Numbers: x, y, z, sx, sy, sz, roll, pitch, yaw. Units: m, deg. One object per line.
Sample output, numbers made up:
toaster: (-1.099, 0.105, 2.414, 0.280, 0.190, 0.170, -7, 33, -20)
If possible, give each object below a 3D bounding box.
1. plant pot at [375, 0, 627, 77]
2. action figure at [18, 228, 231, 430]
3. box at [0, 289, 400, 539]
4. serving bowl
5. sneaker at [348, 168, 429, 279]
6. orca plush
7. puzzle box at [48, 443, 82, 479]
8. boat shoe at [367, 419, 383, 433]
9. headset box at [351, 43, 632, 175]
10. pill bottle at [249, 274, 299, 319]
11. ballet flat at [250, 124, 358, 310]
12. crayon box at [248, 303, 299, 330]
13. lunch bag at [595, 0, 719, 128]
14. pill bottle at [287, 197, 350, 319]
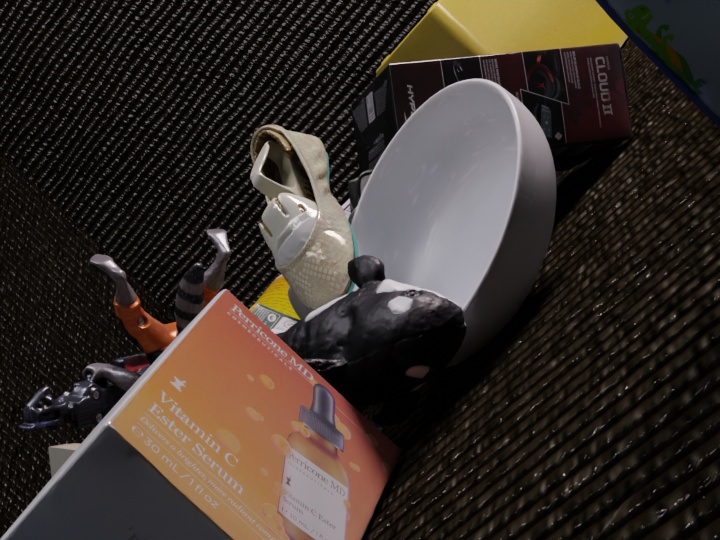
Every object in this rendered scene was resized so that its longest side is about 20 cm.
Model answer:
plant pot: (0.138, -0.220, 1.762, 0.200, 0.176, 0.200, -51, 6, -38)
action figure: (-0.170, 0.080, 1.322, 0.104, 0.195, 0.199, 15, 25, 40)
box: (-0.082, 0.127, 0.931, 0.106, 0.152, 0.200, -46, 5, 24)
serving bowl: (0.067, -0.022, 1.092, 0.200, 0.065, 0.202, -40, 39, 43)
sneaker: (0.000, 0.000, 1.209, 0.200, 0.116, 0.076, -31, -15, -2)
orca plush: (-0.026, 0.044, 1.038, 0.071, 0.106, 0.199, -8, 14, -42)
puzzle box: (-0.175, 0.193, 1.187, 0.025, 0.134, 0.200, -7, 1, -29)
boat shoe: (-0.041, 0.118, 1.141, 0.072, 0.072, 0.200, -50, 4, -15)
headset box: (0.105, -0.115, 1.259, 0.198, 0.076, 0.149, -7, -5, -13)
pill bottle: (-0.067, 0.074, 1.595, 0.109, 0.109, 0.200, -43, 6, 47)
ballet flat: (-0.050, -0.040, 1.182, 0.068, 0.062, 0.201, -53, 26, 21)
crayon box: (-0.113, 0.150, 1.280, 0.200, 0.058, 0.174, -53, -19, -54)
lunch bag: (0.188, -0.149, 0.651, 0.083, 0.161, 0.200, -51, 4, -40)
pill bottle: (0.035, -0.025, 1.359, 0.200, 0.113, 0.112, -45, 3, -21)
